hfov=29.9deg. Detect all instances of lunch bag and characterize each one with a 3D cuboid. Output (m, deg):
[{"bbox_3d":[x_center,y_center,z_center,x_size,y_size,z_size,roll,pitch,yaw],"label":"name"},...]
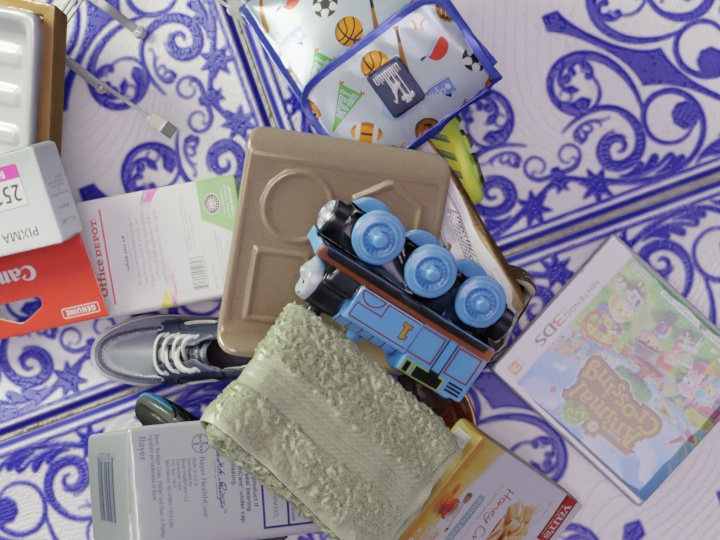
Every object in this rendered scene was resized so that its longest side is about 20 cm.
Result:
[{"bbox_3d":[0.013,-0.203,1.231,0.170,0.124,0.200,-35,72,11],"label":"lunch bag"}]

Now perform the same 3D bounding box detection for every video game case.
[{"bbox_3d":[0.260,0.097,1.323,0.200,0.022,0.182,43,91,3],"label":"video game case"}]

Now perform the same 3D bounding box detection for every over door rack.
[{"bbox_3d":[-0.211,-0.232,1.324,0.200,0.067,0.148,34,91,24],"label":"over door rack"}]

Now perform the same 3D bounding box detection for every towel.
[{"bbox_3d":[-0.020,0.135,1.118,0.200,0.036,0.149,41,68,-12],"label":"towel"}]

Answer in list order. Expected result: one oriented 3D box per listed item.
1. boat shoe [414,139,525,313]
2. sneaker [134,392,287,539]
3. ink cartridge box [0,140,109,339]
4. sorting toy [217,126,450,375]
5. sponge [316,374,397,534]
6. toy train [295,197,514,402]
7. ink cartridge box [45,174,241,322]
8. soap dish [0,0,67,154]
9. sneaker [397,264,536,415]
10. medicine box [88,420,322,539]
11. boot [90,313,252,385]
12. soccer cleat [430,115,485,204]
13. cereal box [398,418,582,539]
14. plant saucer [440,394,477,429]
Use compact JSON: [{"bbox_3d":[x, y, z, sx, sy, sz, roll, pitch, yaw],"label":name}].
[{"bbox_3d":[0.077,-0.039,1.242,0.069,0.071,0.201,-30,75,11],"label":"boat shoe"},{"bbox_3d":[-0.161,0.207,1.316,0.082,0.073,0.200,-42,87,0],"label":"sneaker"},{"bbox_3d":[-0.355,-0.015,1.277,0.199,0.044,0.174,-12,100,21],"label":"ink cartridge box"},{"bbox_3d":[-0.024,-0.016,1.196,0.184,0.036,0.201,8,96,-14],"label":"sorting toy"},{"bbox_3d":[-0.011,0.150,1.274,0.111,0.030,0.201,-6,88,38],"label":"sponge"},{"bbox_3d":[0.035,0.022,1.155,0.200,0.087,0.114,31,96,-16],"label":"toy train"},{"bbox_3d":[-0.207,-0.019,1.327,0.199,0.067,0.118,-9,89,2],"label":"ink cartridge box"},{"bbox_3d":[-0.359,-0.171,1.299,0.157,0.081,0.201,12,110,14],"label":"soap dish"},{"bbox_3d":[0.090,0.073,1.271,0.070,0.075,0.200,39,79,-17],"label":"sneaker"},{"bbox_3d":[-0.124,0.184,1.188,0.199,0.182,0.103,-2,83,-21],"label":"medicine box"},{"bbox_3d":[-0.171,0.075,1.312,0.199,0.090,0.073,-6,88,3],"label":"boot"},{"bbox_3d":[0.052,-0.143,1.319,0.084,0.065,0.201,-31,83,1],"label":"soccer cleat"},{"bbox_3d":[0.110,0.235,1.255,0.144,0.200,0.040,-52,44,1],"label":"cereal box"},{"bbox_3d":[0.017,0.167,1.330,0.199,0.032,0.201,0,89,4],"label":"plant saucer"}]
